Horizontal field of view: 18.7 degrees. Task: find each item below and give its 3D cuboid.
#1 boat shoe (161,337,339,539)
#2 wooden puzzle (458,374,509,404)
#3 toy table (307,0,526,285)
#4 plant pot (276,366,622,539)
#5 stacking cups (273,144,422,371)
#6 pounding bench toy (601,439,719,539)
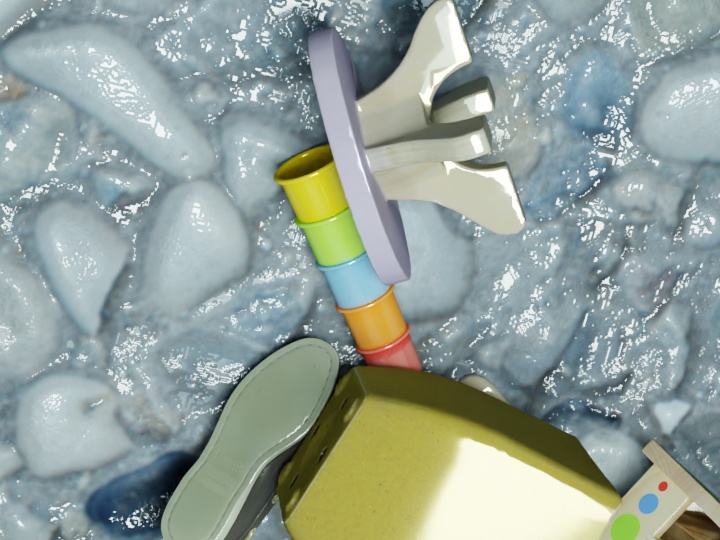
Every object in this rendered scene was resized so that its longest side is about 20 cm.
[{"bbox_3d":[-0.081,0.144,1.729,0.201,0.072,0.061,-53,153,-7],"label":"boat shoe"},{"bbox_3d":[0.092,0.215,1.791,0.185,0.046,0.200,-42,109,1],"label":"wooden puzzle"},{"bbox_3d":[0.044,-0.100,1.644,0.117,0.184,0.201,-16,116,10],"label":"toy table"},{"bbox_3d":[0.049,0.178,1.656,0.200,0.194,0.196,33,95,-10],"label":"plant pot"},{"bbox_3d":[0.000,0.000,1.711,0.060,0.061,0.201,-28,111,-4],"label":"stacking cups"},{"bbox_3d":[0.269,0.270,1.800,0.156,0.124,0.200,-47,133,3],"label":"pounding bench toy"}]
